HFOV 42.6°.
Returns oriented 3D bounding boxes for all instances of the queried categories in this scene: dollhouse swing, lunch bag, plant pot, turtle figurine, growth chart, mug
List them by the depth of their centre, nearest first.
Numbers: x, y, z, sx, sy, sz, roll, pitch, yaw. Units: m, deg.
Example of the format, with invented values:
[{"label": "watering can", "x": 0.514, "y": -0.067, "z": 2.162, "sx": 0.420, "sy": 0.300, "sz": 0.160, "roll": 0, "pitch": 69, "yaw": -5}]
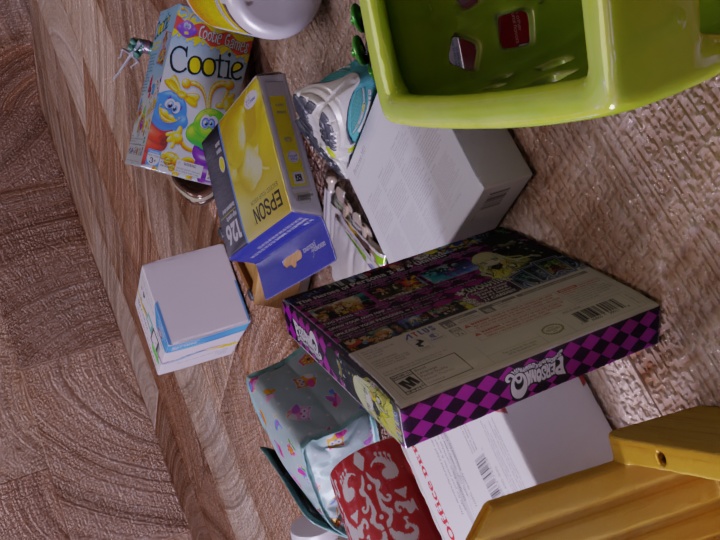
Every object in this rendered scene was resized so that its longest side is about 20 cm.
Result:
[{"label": "plant pot", "x": 0.110, "y": -0.182, "z": 0.424, "sx": 0.200, "sy": 0.180, "sz": 0.201, "roll": 17, "pitch": 121, "yaw": 63}, {"label": "dollhouse swing", "x": 0.185, "y": 0.201, "z": 0.518, "sx": 0.182, "sy": 0.175, "sz": 0.202, "roll": -10, "pitch": 95, "yaw": 68}, {"label": "mug", "x": 0.069, "y": 0.275, "z": 0.956, "sx": 0.133, "sy": 0.177, "sz": 0.201, "roll": 40, "pitch": -158, "yaw": -58}, {"label": "growth chart", "x": 0.000, "y": 0.000, "z": 1.021, "sx": 0.201, "sy": 0.018, "sz": 0.145, "roll": 59, "pitch": 153, "yaw": 32}, {"label": "lunch bag", "x": -0.051, "y": 0.225, "z": 1.166, "sx": 0.170, "sy": 0.121, "sz": 0.201, "roll": 42, "pitch": 150, "yaw": 48}, {"label": "turtle figurine", "x": -0.292, "y": -0.294, "z": 1.404, "sx": 0.199, "sy": 0.100, "sz": 0.150, "roll": -14, "pitch": 107, "yaw": 53}]

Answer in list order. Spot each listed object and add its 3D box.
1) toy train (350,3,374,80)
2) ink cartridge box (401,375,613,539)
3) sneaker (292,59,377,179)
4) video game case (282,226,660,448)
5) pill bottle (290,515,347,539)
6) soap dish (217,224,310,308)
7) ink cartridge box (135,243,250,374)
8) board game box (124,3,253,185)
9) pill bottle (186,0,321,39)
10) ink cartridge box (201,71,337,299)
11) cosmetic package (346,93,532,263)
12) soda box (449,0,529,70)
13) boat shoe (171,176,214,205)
[{"label": "toy train", "x": 0.018, "y": -0.230, "z": 0.714, "sx": 0.056, "sy": 0.041, "sz": 0.202, "roll": 41, "pitch": -138, "yaw": -55}, {"label": "ink cartridge box", "x": 0.112, "y": 0.137, "z": 0.765, "sx": 0.148, "sy": 0.082, "sz": 0.200, "roll": 65, "pitch": 156, "yaw": 21}, {"label": "sneaker", "x": -0.012, "y": -0.144, "z": 0.883, "sx": 0.078, "sy": 0.080, "sz": 0.200, "roll": 50, "pitch": 174, "yaw": 2}, {"label": "video game case", "x": 0.070, "y": 0.034, "z": 0.641, "sx": 0.181, "sy": 0.199, "sz": 0.036, "roll": 35, "pitch": 138, "yaw": 56}, {"label": "pill bottle", "x": -0.048, "y": 0.452, "z": 1.322, "sx": 0.111, "sy": 0.110, "sz": 0.202, "roll": 20, "pitch": 123, "yaw": 63}, {"label": "soap dish", "x": -0.120, "y": -0.061, "z": 1.179, "sx": 0.158, "sy": 0.081, "sz": 0.201, "roll": 61, "pitch": 155, "yaw": 28}, {"label": "ink cartridge box", "x": -0.294, "y": 0.071, "z": 1.591, "sx": 0.148, "sy": 0.145, "sz": 0.200, "roll": 68, "pitch": 157, "yaw": 14}, {"label": "board game box", "x": -0.217, "y": -0.219, "z": 1.170, "sx": 0.105, "sy": 0.102, "sz": 0.202, "roll": 20, "pitch": 96, "yaw": 63}, {"label": "pill bottle", "x": -0.124, "y": -0.309, "z": 0.982, "sx": 0.200, "sy": 0.109, "sz": 0.110, "roll": 33, "pitch": 134, "yaw": 58}, {"label": "ink cartridge box", "x": -0.108, "y": -0.081, "z": 1.005, "sx": 0.197, "sy": 0.047, "sz": 0.202, "roll": -28, "pitch": 73, "yaw": 59}, {"label": "cosmetic package", "x": 0.057, "y": -0.083, "z": 0.786, "sx": 0.152, "sy": 0.051, "sz": 0.200, "roll": 64, "pitch": 155, "yaw": 20}, {"label": "soda box", "x": 0.066, "y": -0.226, "z": 0.651, "sx": 0.070, "sy": 0.063, "sz": 0.202, "roll": 11, "pitch": 115, "yaw": 64}, {"label": "boat shoe", "x": -0.271, "y": -0.161, "z": 1.497, "sx": 0.075, "sy": 0.074, "sz": 0.203, "roll": 77, "pitch": 168, "yaw": -46}]
